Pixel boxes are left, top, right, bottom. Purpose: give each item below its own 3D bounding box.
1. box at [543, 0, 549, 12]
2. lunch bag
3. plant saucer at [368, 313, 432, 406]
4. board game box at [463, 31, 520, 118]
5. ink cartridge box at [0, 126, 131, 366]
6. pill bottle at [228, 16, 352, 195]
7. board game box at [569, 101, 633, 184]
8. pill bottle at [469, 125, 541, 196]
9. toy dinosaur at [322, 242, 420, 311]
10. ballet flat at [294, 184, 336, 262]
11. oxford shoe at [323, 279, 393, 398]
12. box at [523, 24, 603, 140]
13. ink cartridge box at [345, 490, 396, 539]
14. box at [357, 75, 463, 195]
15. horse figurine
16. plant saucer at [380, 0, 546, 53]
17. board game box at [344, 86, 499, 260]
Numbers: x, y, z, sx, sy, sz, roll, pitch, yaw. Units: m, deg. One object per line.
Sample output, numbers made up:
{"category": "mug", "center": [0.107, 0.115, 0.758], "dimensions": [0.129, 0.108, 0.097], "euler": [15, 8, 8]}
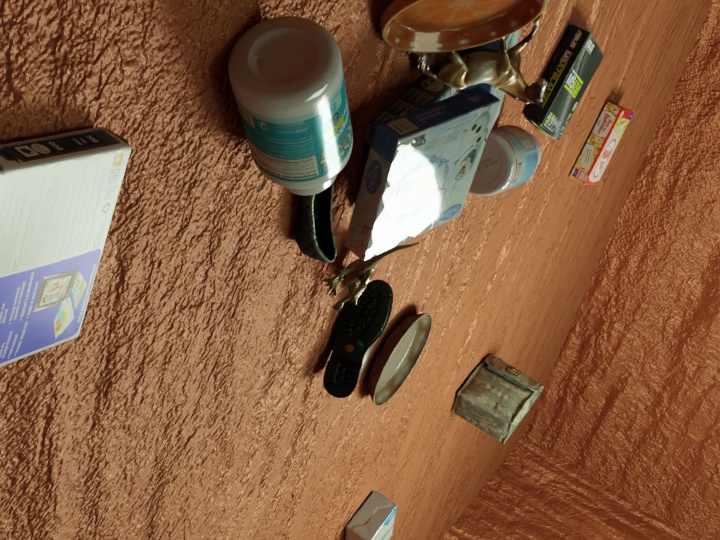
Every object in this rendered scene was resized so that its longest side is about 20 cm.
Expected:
{"category": "box", "center": [0.207, -0.458, 1.398], "dimensions": [0.200, 0.122, 0.193], "euler": [-63, 162, 9]}
{"category": "lunch bag", "center": [0.358, 0.314, 2.864], "dimensions": [0.200, 0.164, 0.118], "euler": [-46, 159, -37]}
{"category": "plant saucer", "center": [0.070, 0.162, 2.099], "dimensions": [0.200, 0.032, 0.200], "euler": [-50, 158, -28]}
{"category": "board game box", "center": [0.187, -0.278, 1.652], "dimensions": [0.199, 0.043, 0.200], "euler": [-59, 164, -52]}
{"category": "ink cartridge box", "center": [-0.283, -0.010, 0.906], "dimensions": [0.200, 0.043, 0.198], "euler": [-28, 143, -62]}
{"category": "pill bottle", "center": [-0.066, -0.158, 1.148], "dimensions": [0.111, 0.111, 0.200], "euler": [-53, 161, -20]}
{"category": "board game box", "center": [0.588, -0.308, 2.727], "dimensions": [0.200, 0.046, 0.151], "euler": [-65, 161, 15]}
{"category": "pill bottle", "center": [0.238, -0.190, 1.895], "dimensions": [0.200, 0.109, 0.109], "euler": [-22, 138, -62]}
{"category": "toy dinosaur", "center": [0.000, 0.000, 1.610], "dimensions": [0.101, 0.058, 0.200], "euler": [-47, -175, -31]}
{"category": "ballet flat", "center": [-0.045, -0.090, 1.384], "dimensions": [0.066, 0.057, 0.200], "euler": [-48, 158, -35]}
{"category": "oxford shoe", "center": [-0.004, 0.098, 1.780], "dimensions": [0.200, 0.073, 0.084], "euler": [-64, 178, 16]}
{"category": "box", "center": [0.393, -0.356, 2.150], "dimensions": [0.193, 0.047, 0.200], "euler": [-60, 162, 7]}
{"category": "ink cartridge box", "center": [0.021, 0.608, 2.575], "dimensions": [0.116, 0.068, 0.200], "euler": [-48, 158, -31]}
{"category": "box", "center": [0.071, -0.180, 1.569], "dimensions": [0.200, 0.049, 0.161], "euler": [-44, 153, -39]}
{"category": "horse figurine", "center": [0.156, -0.281, 1.490], "dimensions": [0.133, 0.200, 0.050], "euler": [93, -4, -53]}
{"category": "plant saucer", "center": [0.121, -0.313, 1.338], "dimensions": [0.200, 0.200, 0.032], "euler": [18, 60, -71]}
{"category": "board game box", "center": [0.081, -0.129, 1.489], "dimensions": [0.200, 0.043, 0.199], "euler": [-25, 144, -39]}
